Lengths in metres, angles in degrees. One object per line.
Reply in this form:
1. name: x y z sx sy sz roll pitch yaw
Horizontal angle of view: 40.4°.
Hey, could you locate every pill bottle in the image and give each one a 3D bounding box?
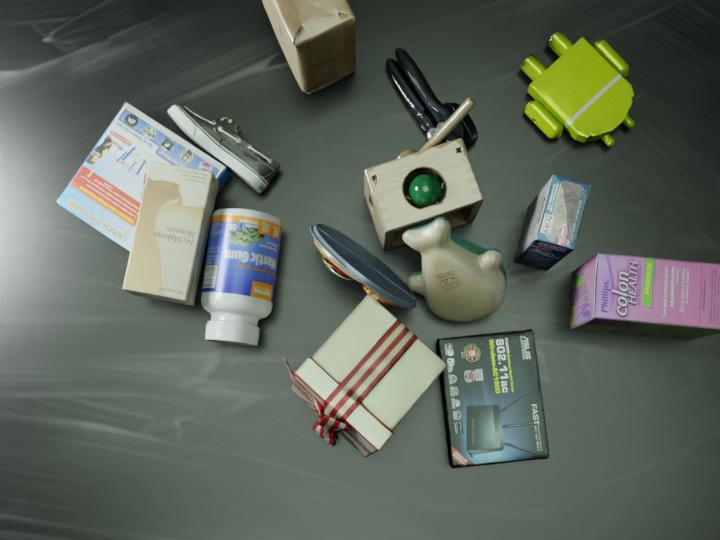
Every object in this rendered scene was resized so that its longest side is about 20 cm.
1. pill bottle: -0.186 0.013 1.512 0.111 0.112 0.202 6 81 1

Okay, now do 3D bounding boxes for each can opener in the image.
1. can opener: 0.106 -0.272 1.587 0.200 0.078 0.063 51 124 10

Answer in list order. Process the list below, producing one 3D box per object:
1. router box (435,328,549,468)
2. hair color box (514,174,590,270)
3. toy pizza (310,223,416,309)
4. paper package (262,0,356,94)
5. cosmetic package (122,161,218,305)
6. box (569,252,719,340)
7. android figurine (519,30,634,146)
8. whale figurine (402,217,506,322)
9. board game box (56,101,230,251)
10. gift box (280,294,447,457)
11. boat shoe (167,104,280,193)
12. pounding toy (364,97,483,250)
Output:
1. router box: 0.202 0.197 1.505 0.149 0.062 0.202 -6 81 -2
2. hair color box: 0.287 -0.067 1.475 0.060 0.200 0.101 16 82 3
3. toy pizza: 0.000 0.000 1.474 0.200 0.200 0.032 39 101 6
4. paper package: -0.088 -0.409 1.532 0.103 0.200 0.192 -24 81 -4
5. cosmetic package: -0.287 -0.055 1.487 0.104 0.071 0.202 9 82 1
6. box: 0.431 0.042 1.469 0.198 0.176 0.097 4 82 2
7. android figurine: 0.358 -0.291 1.589 0.182 0.041 0.200 -43 83 -6
8. whale figurine: 0.142 -0.013 1.486 0.158 0.200 0.104 -20 37 28
9. board game box: -0.345 -0.131 1.564 0.199 0.056 0.196 33 83 5
10. gift box: -0.009 0.161 1.460 0.200 0.185 0.187 39 75 10
11. boat shoe: -0.219 -0.209 1.572 0.200 0.071 0.064 39 84 -2
12. pounding toy: 0.100 -0.141 1.488 0.183 0.200 0.143 -18 81 -2
